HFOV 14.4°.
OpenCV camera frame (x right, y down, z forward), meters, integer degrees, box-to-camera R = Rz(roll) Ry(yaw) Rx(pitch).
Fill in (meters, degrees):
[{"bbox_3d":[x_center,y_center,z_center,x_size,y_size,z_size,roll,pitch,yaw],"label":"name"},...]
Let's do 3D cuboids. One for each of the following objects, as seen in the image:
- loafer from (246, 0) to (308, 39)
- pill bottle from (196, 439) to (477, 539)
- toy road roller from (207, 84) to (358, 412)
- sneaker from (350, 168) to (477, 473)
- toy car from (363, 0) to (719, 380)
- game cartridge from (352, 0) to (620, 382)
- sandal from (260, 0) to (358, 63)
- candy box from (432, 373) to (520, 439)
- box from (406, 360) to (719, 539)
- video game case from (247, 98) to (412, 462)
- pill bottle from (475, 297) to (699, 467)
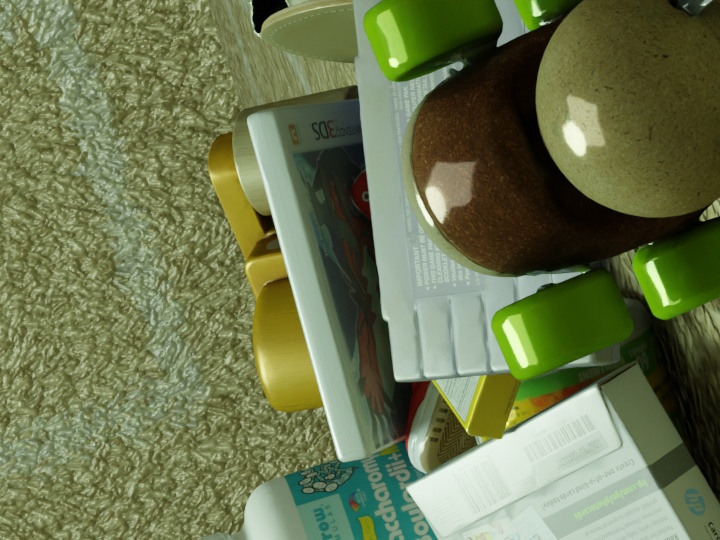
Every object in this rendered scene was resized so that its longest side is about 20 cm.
[{"bbox_3d":[-0.018,-0.174,1.622,0.075,0.070,0.200,62,160,13],"label":"loafer"},{"bbox_3d":[0.007,0.161,1.660,0.111,0.200,0.111,162,90,-84],"label":"pill bottle"},{"bbox_3d":[-0.018,-0.001,1.783,0.146,0.123,0.200,-66,-40,-56],"label":"toy road roller"},{"bbox_3d":[0.039,0.011,1.630,0.071,0.112,0.200,21,-93,-58],"label":"sneaker"},{"bbox_3d":[0.122,-0.070,1.117,0.200,0.158,0.164,-27,85,55],"label":"toy car"},{"bbox_3d":[0.060,-0.048,1.409,0.130,0.038,0.200,-7,89,42],"label":"game cartridge"},{"bbox_3d":[0.034,-0.161,1.505,0.212,0.078,0.070,-7,68,49],"label":"sandal"},{"bbox_3d":[0.080,-0.023,1.463,0.102,0.026,0.200,-120,45,-65],"label":"candy box"},{"bbox_3d":[0.131,0.166,1.469,0.156,0.041,0.200,-33,85,44],"label":"box"},{"bbox_3d":[0.000,0.000,1.647,0.182,0.023,0.200,-17,-88,-70],"label":"video game case"},{"bbox_3d":[0.133,0.125,1.554,0.111,0.111,0.200,-146,37,-80],"label":"pill bottle"}]
